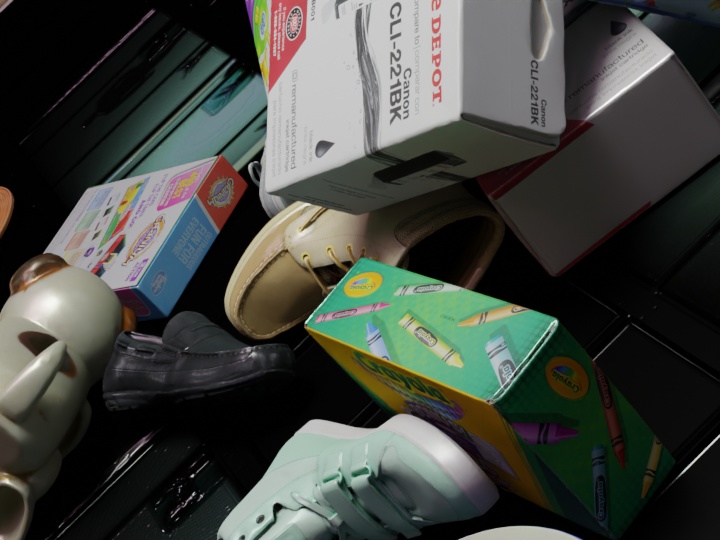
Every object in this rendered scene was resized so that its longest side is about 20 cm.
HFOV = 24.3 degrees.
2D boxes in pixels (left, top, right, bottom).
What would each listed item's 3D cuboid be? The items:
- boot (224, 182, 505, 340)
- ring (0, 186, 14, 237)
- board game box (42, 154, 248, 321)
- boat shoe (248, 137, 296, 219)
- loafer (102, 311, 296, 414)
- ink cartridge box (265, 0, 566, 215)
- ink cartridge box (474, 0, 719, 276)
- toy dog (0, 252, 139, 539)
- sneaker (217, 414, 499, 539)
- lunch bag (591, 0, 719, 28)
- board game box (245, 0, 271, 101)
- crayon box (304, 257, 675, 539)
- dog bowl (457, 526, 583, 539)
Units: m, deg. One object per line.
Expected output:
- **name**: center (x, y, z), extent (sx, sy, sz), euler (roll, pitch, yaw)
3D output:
- **boot**: center (0.000, 0.000, 1.154), extent (0.200, 0.073, 0.155), euler (-37, 30, 2)
- **ring**: center (-0.437, -0.010, 1.765), extent (0.200, 0.019, 0.201), euler (-31, 32, 21)
- **board game box**: center (-0.206, -0.019, 1.465), extent (0.200, 0.040, 0.153), euler (-8, 43, 46)
- **boat shoe**: center (-0.046, -0.091, 1.337), extent (0.065, 0.074, 0.202), euler (-34, 25, 28)
- **loafer**: center (-0.120, 0.063, 1.202), extent (0.200, 0.068, 0.071), euler (-10, 78, 48)
- **ink cartridge box**: center (0.030, -0.129, 1.051), extent (0.200, 0.084, 0.145), euler (-16, 68, 50)
- **ink cartridge box**: center (0.135, -0.108, 1.113), extent (0.145, 0.084, 0.200), euler (-38, 29, 8)
- **toy dog**: center (-0.259, 0.074, 1.284), extent (0.194, 0.139, 0.200), euler (-60, 0, 40)
- **sneaker**: center (-0.007, 0.146, 0.953), extent (0.118, 0.074, 0.200), euler (-48, 19, -24)
- **lunch bag**: center (0.207, -0.229, 1.092), extent (0.161, 0.200, 0.083), euler (-83, 4, -52)
- **board game box**: center (-0.017, -0.181, 1.281), extent (0.105, 0.103, 0.200), euler (112, 151, -48)
- **crayon box**: center (0.066, 0.066, 0.926), extent (0.058, 0.119, 0.200), euler (-49, 29, -13)
- **dog bowl**: center (0.061, 0.219, 0.766), extent (0.200, 0.079, 0.200), euler (-31, 31, 21)
